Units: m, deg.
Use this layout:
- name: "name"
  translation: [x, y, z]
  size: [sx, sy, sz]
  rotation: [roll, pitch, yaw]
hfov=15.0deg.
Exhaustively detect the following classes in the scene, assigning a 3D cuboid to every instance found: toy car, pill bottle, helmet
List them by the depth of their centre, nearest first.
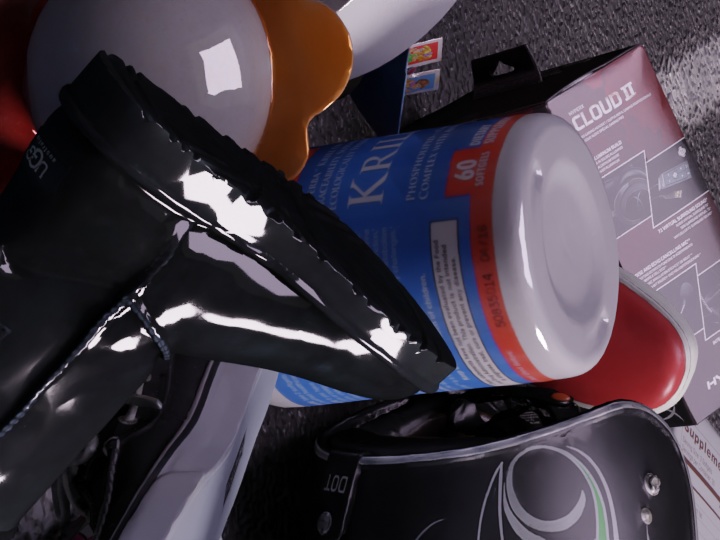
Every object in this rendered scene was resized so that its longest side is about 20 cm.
- name: "toy car"
  translation: [-0.093, -0.046, 0.991]
  size: [0.184, 0.199, 0.178]
  rotation: [-7, 90, -63]
- name: "pill bottle"
  translation: [0.000, 0.000, 1.165]
  size: [0.112, 0.199, 0.113]
  rotation: [28, 58, -59]
- name: "helmet"
  translation: [0.067, 0.156, 1.271]
  size: [0.200, 0.199, 0.191]
  rotation: [-27, 109, -62]

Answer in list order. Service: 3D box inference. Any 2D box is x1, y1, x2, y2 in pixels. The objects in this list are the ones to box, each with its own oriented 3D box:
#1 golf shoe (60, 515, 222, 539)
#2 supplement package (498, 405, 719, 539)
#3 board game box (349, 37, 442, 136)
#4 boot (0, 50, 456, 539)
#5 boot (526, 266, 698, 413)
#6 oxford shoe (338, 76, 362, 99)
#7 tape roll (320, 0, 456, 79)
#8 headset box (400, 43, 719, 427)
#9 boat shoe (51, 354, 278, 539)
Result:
- name: "golf shoe"
  translation: [-0.091, 0.142, 1.067]
  size: [0.200, 0.092, 0.073]
  rotation: [-40, 118, -61]
- name: "supplement package"
  translation: [0.134, 0.180, 1.478]
  size: [0.117, 0.117, 0.201]
  rotation: [48, 42, -46]
- name: "board game box"
  translation: [0.008, -0.159, 1.271]
  size: [0.200, 0.039, 0.158]
  rotation: [97, -28, -61]
- name: "boot"
  translation: [-0.083, 0.031, 0.930]
  size: [0.198, 0.162, 0.073]
  rotation: [36, 13, -38]
- name: "boot"
  translation: [0.051, 0.021, 1.286]
  size: [0.144, 0.200, 0.073]
  rotation: [-11, 122, -63]
- name: "oxford shoe"
  translation: [-0.061, -0.164, 1.236]
  size: [0.084, 0.073, 0.201]
  rotation: [-26, 99, -46]
- name: "tape roll"
  translation: [-0.038, -0.177, 1.137]
  size: [0.071, 0.202, 0.203]
  rotation: [15, 69, -62]
- name: "headset box"
  translation: [0.108, -0.019, 1.399]
  size: [0.077, 0.149, 0.200]
  rotation: [-31, 100, -32]
- name: "boat shoe"
  translation: [-0.083, 0.074, 1.024]
  size: [0.200, 0.068, 0.074]
  rotation: [-69, 171, -53]
